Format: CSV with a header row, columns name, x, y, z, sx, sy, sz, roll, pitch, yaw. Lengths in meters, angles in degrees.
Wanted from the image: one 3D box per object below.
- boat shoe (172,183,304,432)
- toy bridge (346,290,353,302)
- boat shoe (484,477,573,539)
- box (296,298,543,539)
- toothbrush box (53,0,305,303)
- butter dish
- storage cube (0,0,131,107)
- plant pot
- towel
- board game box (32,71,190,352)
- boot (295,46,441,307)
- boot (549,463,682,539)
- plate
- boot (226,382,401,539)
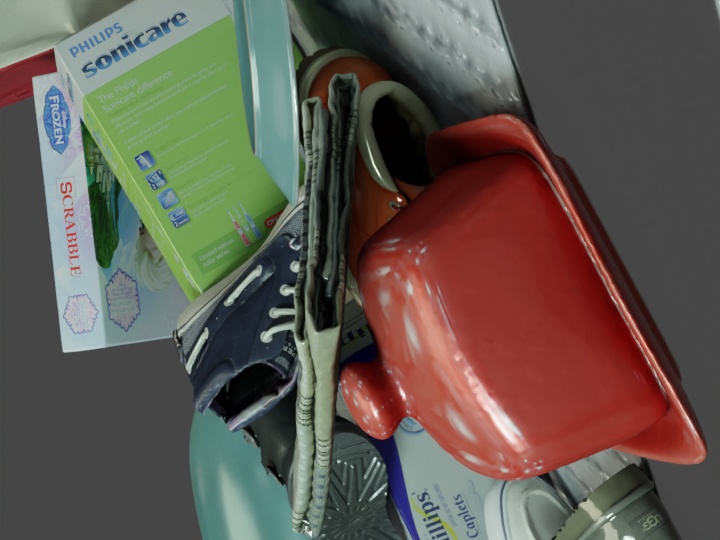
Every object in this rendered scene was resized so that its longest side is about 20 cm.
name,x,y,z,sx,sy,sz,roll,pitch,yaw
boat shoe,-0.037,0.019,1.314,0.075,0.200,0.093,31,-154,-32
toy bridge,0.000,0.000,1.415,0.027,0.067,0.200,62,160,-17
boat shoe,0.154,0.213,1.330,0.070,0.071,0.201,-42,73,50
box,0.030,0.102,1.454,0.185,0.105,0.200,65,168,-21
toothbrush box,-0.099,-0.095,1.419,0.201,0.145,0.086,58,169,5
butter dish,0.058,0.036,1.068,0.201,0.147,0.199,61,168,-6
storage cube,-0.245,-0.237,1.577,0.180,0.170,0.201,159,91,-79
plant pot,-0.059,0.168,1.807,0.201,0.200,0.162,-177,69,-76
towel,-0.025,0.018,1.147,0.201,0.034,0.193,96,179,-49
board game box,-0.162,-0.047,1.552,0.200,0.041,0.201,-8,-89,-62
boot,0.026,-0.033,1.234,0.107,0.075,0.201,26,143,62
boot,0.185,0.226,1.196,0.200,0.072,0.182,51,161,15
plate,-0.061,-0.138,1.257,0.200,0.025,0.201,174,90,-84
boot,-0.049,0.098,1.389,0.200,0.065,0.165,57,166,41
